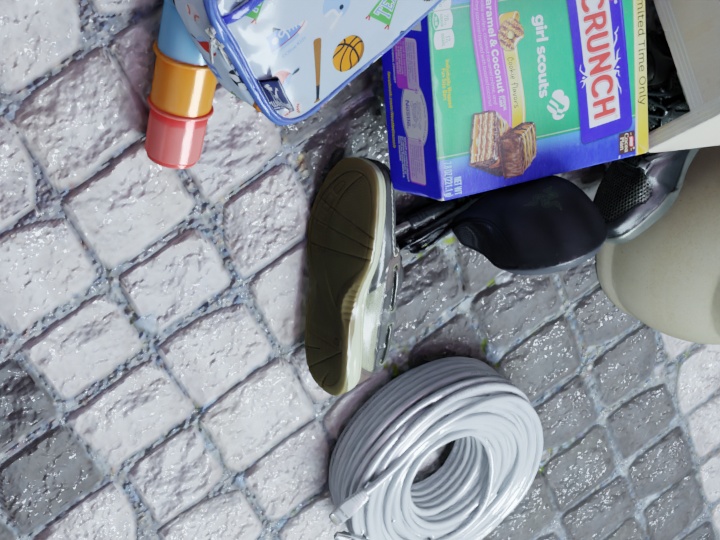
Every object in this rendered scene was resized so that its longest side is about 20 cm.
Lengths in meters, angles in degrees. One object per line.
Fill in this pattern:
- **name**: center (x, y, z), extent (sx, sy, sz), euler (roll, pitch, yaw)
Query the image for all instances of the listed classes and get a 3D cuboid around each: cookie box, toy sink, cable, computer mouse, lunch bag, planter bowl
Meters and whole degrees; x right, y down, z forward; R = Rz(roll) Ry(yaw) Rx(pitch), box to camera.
- **cookie box**: center (0.117, -0.156, 1.185), extent (0.198, 0.075, 0.173), euler (-15, 109, -29)
- **toy sink**: center (0.310, -0.182, 1.217), extent (0.129, 0.113, 0.199), euler (-9, 167, -41)
- **cable**: center (0.067, 0.173, 1.407), extent (0.200, 0.069, 0.200), euler (-50, 135, 3)
- **computer mouse**: center (0.113, -0.045, 1.216), extent (0.137, 0.200, 0.053), euler (-23, 109, -19)
- **lunch bag**: center (-0.029, -0.198, 1.011), extent (0.200, 0.075, 0.161), euler (-43, 142, -13)
- **planter bowl**: center (0.331, -0.014, 1.422), extent (0.199, 0.135, 0.202), euler (-19, 129, -25)

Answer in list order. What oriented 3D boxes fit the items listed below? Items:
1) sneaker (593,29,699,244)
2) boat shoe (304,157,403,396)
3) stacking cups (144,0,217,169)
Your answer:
- **sneaker**: center (0.239, -0.124, 1.326), extent (0.114, 0.076, 0.200), euler (32, 95, -42)
- **boat shoe**: center (0.001, 0.001, 1.247), extent (0.066, 0.071, 0.203), euler (-18, 126, -42)
- **stacking cups**: center (-0.114, -0.167, 1.063), extent (0.060, 0.061, 0.202), euler (-5, 126, -33)
